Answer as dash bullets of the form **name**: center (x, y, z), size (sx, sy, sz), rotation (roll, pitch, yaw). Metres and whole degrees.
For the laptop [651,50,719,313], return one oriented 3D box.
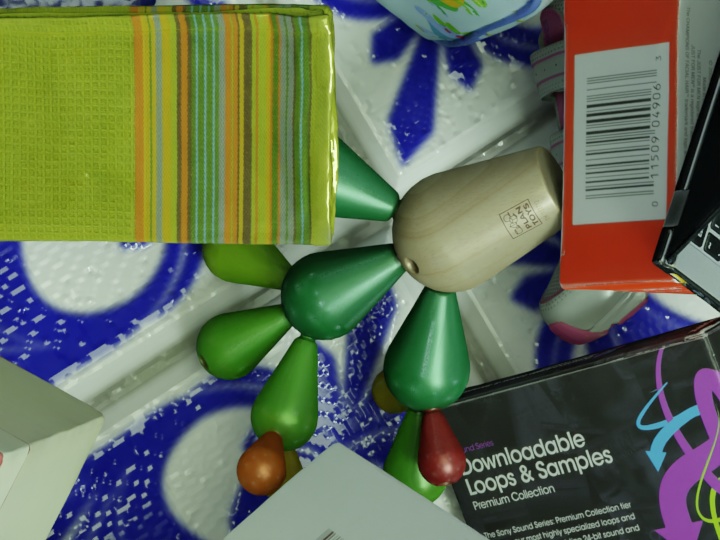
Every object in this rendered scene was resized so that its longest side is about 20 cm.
- **laptop**: center (0.183, -0.074, 0.789), size (0.200, 0.116, 0.188), rotation (34, 69, -35)

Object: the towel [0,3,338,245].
- **towel**: center (-0.107, -0.051, 0.830), size (0.199, 0.018, 0.087), rotation (0, 101, 4)

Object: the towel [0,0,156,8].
- **towel**: center (-0.167, -0.155, 0.891), size (0.199, 0.050, 0.148), rotation (20, 92, -14)

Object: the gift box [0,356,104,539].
- **gift box**: center (-0.204, 0.071, 0.763), size (0.184, 0.187, 0.201), rotation (23, 94, 5)

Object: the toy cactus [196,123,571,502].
- **toy cactus**: center (0.000, 0.000, 0.880), size (0.164, 0.102, 0.201), rotation (-25, 98, 21)

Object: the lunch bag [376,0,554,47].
- **lunch bag**: center (0.014, -0.183, 0.881), size (0.082, 0.161, 0.200), rotation (-43, 97, -14)

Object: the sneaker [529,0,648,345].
- **sneaker**: center (0.105, -0.068, 0.948), size (0.088, 0.081, 0.201), rotation (23, 74, -12)

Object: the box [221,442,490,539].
- **box**: center (0.029, 0.182, 0.850), size (0.097, 0.124, 0.201), rotation (-40, 122, -15)

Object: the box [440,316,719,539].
- **box**: center (0.120, 0.127, 0.910), size (0.036, 0.143, 0.201), rotation (-27, 97, -49)

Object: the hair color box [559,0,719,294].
- **hair color box**: center (0.166, -0.044, 0.890), size (0.199, 0.064, 0.112), rotation (4, 86, -39)
